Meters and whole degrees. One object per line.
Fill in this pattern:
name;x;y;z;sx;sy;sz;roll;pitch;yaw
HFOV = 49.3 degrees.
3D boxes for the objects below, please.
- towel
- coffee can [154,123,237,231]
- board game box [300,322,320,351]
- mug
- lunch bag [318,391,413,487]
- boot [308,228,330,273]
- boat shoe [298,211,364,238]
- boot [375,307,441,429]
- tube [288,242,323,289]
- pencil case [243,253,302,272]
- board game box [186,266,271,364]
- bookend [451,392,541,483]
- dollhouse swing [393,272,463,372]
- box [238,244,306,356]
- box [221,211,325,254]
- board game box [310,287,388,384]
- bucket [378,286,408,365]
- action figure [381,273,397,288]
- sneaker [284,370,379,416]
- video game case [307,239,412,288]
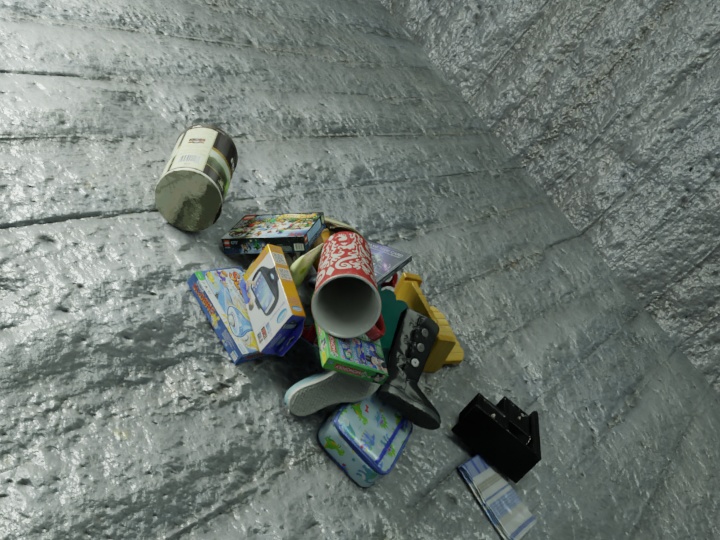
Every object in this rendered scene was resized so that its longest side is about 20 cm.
towel;0.306;0.500;1.740;0.145;0.024;0.202;-6;56;-55
coffee can;-0.352;-0.203;1.693;0.145;0.147;0.202;31;32;-19
board game box;-0.086;0.135;1.595;0.198;0.039;0.158;32;-5;30
mug;-0.026;0.037;1.536;0.129;0.182;0.202;-8;30;2
lunch bag;0.017;0.320;1.558;0.161;0.082;0.200;47;31;1
boot;-0.089;-0.018;1.854;0.201;0.069;0.148;-104;178;-81
boat shoe;-0.073;-0.106;1.999;0.197;0.072;0.077;25;18;-32
boot;0.123;0.201;1.616;0.164;0.065;0.203;38;51;-24
tube;-0.144;0.024;1.607;0.051;0.201;0.059;20;35;-28
pencil case;-0.187;-0.026;1.741;0.088;0.079;0.201;25;30;2
board game box;-0.246;0.086;1.572;0.134;0.035;0.202;-8;58;-54
bookend;0.323;0.358;1.853;0.197;0.093;0.201;39;23;-5
dollhouse swing;0.191;0.123;1.942;0.172;0.184;0.203;-7;53;-29
box;-0.172;0.064;1.531;0.041;0.119;0.203;14;40;-39
box;-0.189;-0.083;1.719;0.137;0.194;0.039;-59;144;-59
board game box;-0.024;0.125;1.527;0.132;0.029;0.202;19;32;-24
bucket;0.029;0.148;1.730;0.204;0.135;0.210;30;33;-22
action figure;0.005;0.018;1.833;0.064;0.198;0.053;17;74;-37
sneaker;-0.057;0.220;1.524;0.195;0.076;0.082;-12;11;-19
video game case;0.000;0.000;1.728;0.141;0.019;0.199;20;42;39
